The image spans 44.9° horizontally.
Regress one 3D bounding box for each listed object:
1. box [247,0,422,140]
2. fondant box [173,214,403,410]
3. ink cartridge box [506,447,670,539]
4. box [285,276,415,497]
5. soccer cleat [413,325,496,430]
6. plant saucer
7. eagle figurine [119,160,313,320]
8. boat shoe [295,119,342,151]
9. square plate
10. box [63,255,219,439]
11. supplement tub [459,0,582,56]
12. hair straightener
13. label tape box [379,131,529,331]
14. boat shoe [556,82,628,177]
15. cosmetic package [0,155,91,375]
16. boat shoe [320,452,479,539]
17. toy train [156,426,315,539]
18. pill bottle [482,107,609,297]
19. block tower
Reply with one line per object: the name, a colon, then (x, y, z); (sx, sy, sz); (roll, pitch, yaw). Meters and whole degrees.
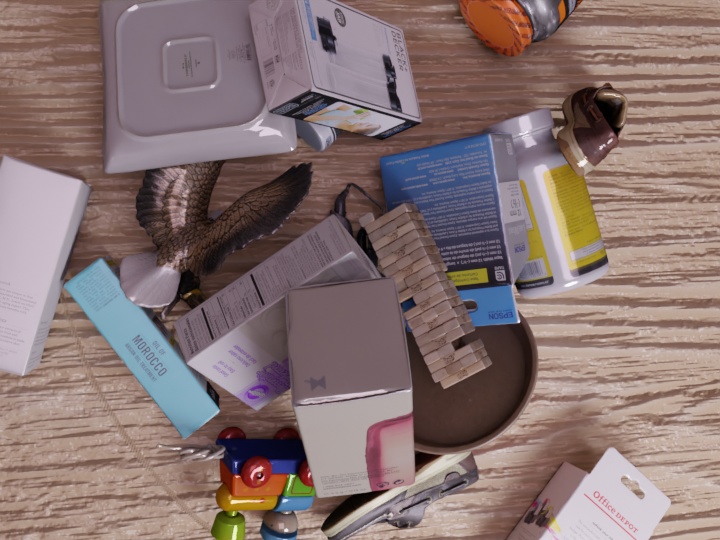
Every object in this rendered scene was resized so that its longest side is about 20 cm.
box: (-0.021, -0.213, 0.913); (0.199, 0.060, 0.118); (4, 72, -54)
fondant box: (-0.070, 0.049, 0.906); (0.199, 0.144, 0.059); (-33, 53, 7)
ink cartridge box: (0.263, 0.316, 1.044); (0.115, 0.068, 0.200); (41, 82, -10)
box: (-0.007, 0.119, 0.856); (0.107, 0.201, 0.129); (-7, 53, -1)
soccer cleat: (0.109, 0.120, 1.017); (0.199, 0.067, 0.077); (-38, 78, -9)
plant saucer: (0.100, 0.110, 0.973); (0.197, 0.030, 0.202); (-9, 58, 15)
eagle figurine: (-0.159, -0.053, 0.907); (0.150, 0.151, 0.201); (15, 118, -28)
boat shoe: (-0.087, -0.227, 0.960); (0.199, 0.074, 0.068); (45, 73, -2)
square plate: (-0.170, -0.206, 0.886); (0.195, 0.028, 0.203); (-7, 74, 1)
box: (-0.228, 0.079, 0.925); (0.049, 0.082, 0.201); (-37, 97, -6)
supplement tub: (0.212, -0.351, 1.002); (0.122, 0.122, 0.200); (43, 82, -9)
hair straightener: (0.000, 0.000, 1.004); (0.076, 0.041, 0.203); (0, 86, -13)
label tape box: (0.108, -0.041, 0.971); (0.066, 0.142, 0.203); (-16, 97, -56)
boat shoe: (0.273, -0.172, 0.986); (0.072, 0.200, 0.072); (-33, 99, 31)
cosmetic package: (-0.343, -0.004, 0.886); (0.084, 0.108, 0.203); (15, 85, -11)
boat shoe: (0.051, 0.262, 0.993); (0.198, 0.073, 0.065); (-29, 91, -11)
toy train: (-0.136, 0.235, 0.926); (0.198, 0.084, 0.117); (8, 102, -35)
pill bottle: (0.208, -0.079, 1.007); (0.111, 0.112, 0.202); (-18, 94, -12)
block tower: (0.070, 0.022, 0.930); (0.057, 0.054, 0.202); (-29, 82, 19)
